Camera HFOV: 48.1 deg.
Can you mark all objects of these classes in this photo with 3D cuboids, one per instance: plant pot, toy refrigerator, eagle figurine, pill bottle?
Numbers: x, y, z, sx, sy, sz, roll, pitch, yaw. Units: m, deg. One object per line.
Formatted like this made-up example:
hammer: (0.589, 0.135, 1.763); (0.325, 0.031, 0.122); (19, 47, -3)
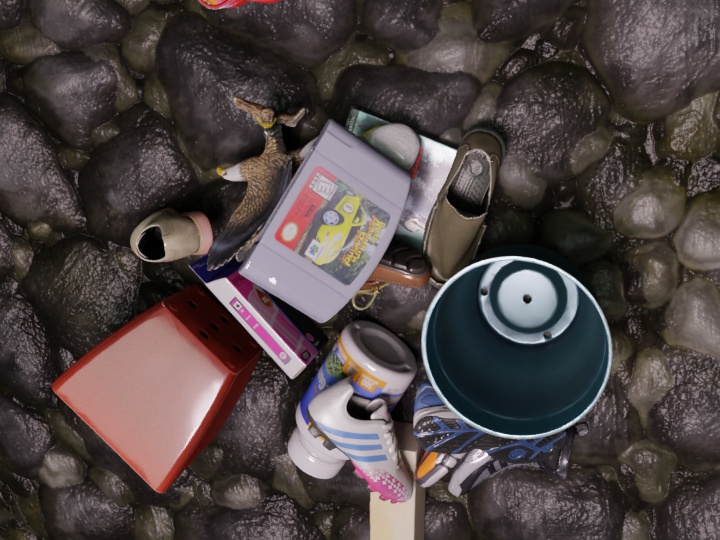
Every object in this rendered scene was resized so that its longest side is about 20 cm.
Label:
plant pot: (0.183, 0.056, 0.923); (0.197, 0.188, 0.203); (5, 108, 15)
toy refrigerator: (0.049, 0.316, 1.108); (0.069, 0.076, 0.203); (6, 109, 15)
eagle figurine: (-0.119, -0.100, 1.000); (0.150, 0.150, 0.204); (8, 95, 55)
plant pot: (-0.250, 0.135, 1.092); (0.200, 0.200, 0.177); (43, 103, 0)
pill bottle: (-0.018, 0.176, 1.066); (0.111, 0.112, 0.201); (33, 113, 5)

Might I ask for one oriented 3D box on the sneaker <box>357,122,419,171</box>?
sneaker: (-0.018, -0.104, 0.982); (0.199, 0.105, 0.076); (-39, 98, -6)

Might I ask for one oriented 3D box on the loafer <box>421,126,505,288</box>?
loafer: (0.114, -0.068, 0.949); (0.074, 0.070, 0.203); (17, 111, 11)

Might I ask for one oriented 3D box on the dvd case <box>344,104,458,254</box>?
dvd case: (0.058, -0.101, 1.005); (0.198, 0.022, 0.148); (25, 112, 10)

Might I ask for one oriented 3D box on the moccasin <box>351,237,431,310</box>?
moccasin: (-0.001, 0.001, 1.009); (0.199, 0.074, 0.079); (5, 115, 31)

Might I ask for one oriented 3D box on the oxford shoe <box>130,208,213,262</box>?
oxford shoe: (-0.269, -0.044, 1.060); (0.199, 0.073, 0.072); (-7, 97, 53)

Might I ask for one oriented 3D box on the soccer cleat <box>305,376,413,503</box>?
soccer cleat: (0.019, 0.210, 0.985); (0.086, 0.070, 0.200); (-40, 118, 8)

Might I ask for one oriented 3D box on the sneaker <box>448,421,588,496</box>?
sneaker: (0.203, 0.241, 1.035); (0.113, 0.075, 0.201); (38, 111, 6)

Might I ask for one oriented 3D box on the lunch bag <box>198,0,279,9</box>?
lunch bag: (-0.128, -0.401, 0.937); (0.198, 0.082, 0.178); (-26, 98, 22)

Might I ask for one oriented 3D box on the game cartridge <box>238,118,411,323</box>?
game cartridge: (-0.032, -0.050, 0.912); (0.132, 0.041, 0.202); (31, 89, -19)

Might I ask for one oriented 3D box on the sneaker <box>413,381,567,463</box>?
sneaker: (0.155, 0.174, 0.953); (0.197, 0.078, 0.076); (14, 125, -16)

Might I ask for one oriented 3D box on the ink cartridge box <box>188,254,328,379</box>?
ink cartridge box: (-0.132, 0.046, 1.070); (0.200, 0.095, 0.037); (46, 114, 0)

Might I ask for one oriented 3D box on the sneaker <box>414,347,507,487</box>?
sneaker: (0.110, 0.172, 1.035); (0.112, 0.078, 0.201); (38, 88, 10)
